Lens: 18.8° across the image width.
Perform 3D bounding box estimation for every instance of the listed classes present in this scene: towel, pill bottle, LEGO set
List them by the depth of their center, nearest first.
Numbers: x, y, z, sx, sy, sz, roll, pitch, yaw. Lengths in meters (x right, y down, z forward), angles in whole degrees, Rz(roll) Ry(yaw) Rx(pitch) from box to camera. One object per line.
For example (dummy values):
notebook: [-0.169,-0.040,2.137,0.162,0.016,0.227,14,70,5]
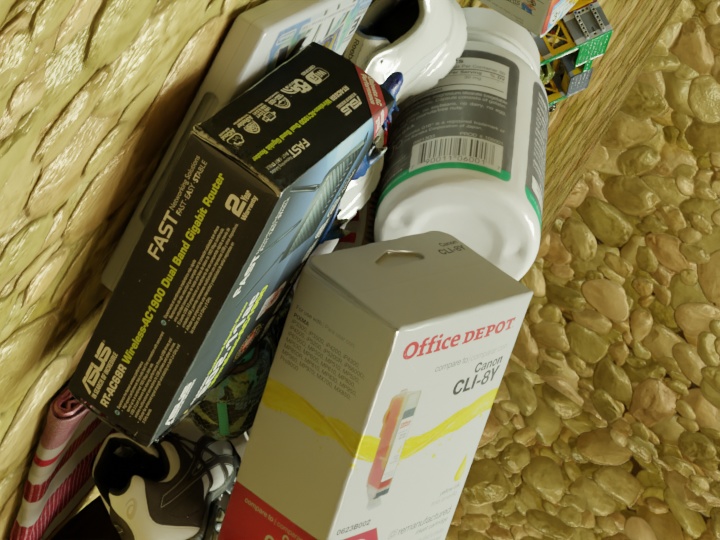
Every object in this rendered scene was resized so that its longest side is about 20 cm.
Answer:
towel: [-0.172,0.105,1.413,0.144,0.023,0.200,-49,170,-40]
pill bottle: [0.073,-0.085,1.503,0.200,0.113,0.113,-80,-167,-46]
LEGO set: [0.123,-0.200,1.798,0.153,0.116,0.200,-27,168,2]

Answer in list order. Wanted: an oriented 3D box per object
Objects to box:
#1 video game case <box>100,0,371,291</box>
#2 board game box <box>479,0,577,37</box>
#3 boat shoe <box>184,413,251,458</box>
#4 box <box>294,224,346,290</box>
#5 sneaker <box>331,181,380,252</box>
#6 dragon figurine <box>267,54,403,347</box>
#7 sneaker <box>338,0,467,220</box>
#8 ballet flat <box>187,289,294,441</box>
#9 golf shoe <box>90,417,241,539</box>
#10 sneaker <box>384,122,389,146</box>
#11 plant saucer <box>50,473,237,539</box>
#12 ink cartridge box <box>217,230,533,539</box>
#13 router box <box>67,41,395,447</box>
video game case: [-0.066,-0.087,1.275,0.183,0.022,0.200,-60,172,24]
board game box: [0.111,-0.257,1.266,0.103,0.105,0.200,-46,161,-36]
boat shoe: [-0.074,0.120,1.571,0.070,0.199,0.071,74,24,-47]
box: [-0.033,0.031,1.622,0.156,0.041,0.200,-54,149,-16]
sneaker: [0.000,0.000,1.545,0.112,0.071,0.200,-43,-161,40]
dragon figurine: [-0.035,-0.046,1.333,0.200,0.059,0.099,-58,172,13]
sneaker: [-0.008,-0.114,1.421,0.200,0.074,0.087,-59,158,-9]
ballet flat: [-0.083,0.053,1.442,0.074,0.074,0.200,-59,-176,22]
golf shoe: [-0.130,0.128,1.425,0.078,0.095,0.200,-34,-159,5]
sneaker: [0.034,-0.100,1.643,0.116,0.078,0.200,-51,170,-40]
plant saucer: [-0.159,0.197,1.488,0.200,0.030,0.200,-29,-156,14]
ink cartridge box: [0.009,0.089,1.349,0.145,0.083,0.201,-14,129,-49]
router box: [-0.072,-0.016,1.222,0.150,0.062,0.200,-43,165,-55]
